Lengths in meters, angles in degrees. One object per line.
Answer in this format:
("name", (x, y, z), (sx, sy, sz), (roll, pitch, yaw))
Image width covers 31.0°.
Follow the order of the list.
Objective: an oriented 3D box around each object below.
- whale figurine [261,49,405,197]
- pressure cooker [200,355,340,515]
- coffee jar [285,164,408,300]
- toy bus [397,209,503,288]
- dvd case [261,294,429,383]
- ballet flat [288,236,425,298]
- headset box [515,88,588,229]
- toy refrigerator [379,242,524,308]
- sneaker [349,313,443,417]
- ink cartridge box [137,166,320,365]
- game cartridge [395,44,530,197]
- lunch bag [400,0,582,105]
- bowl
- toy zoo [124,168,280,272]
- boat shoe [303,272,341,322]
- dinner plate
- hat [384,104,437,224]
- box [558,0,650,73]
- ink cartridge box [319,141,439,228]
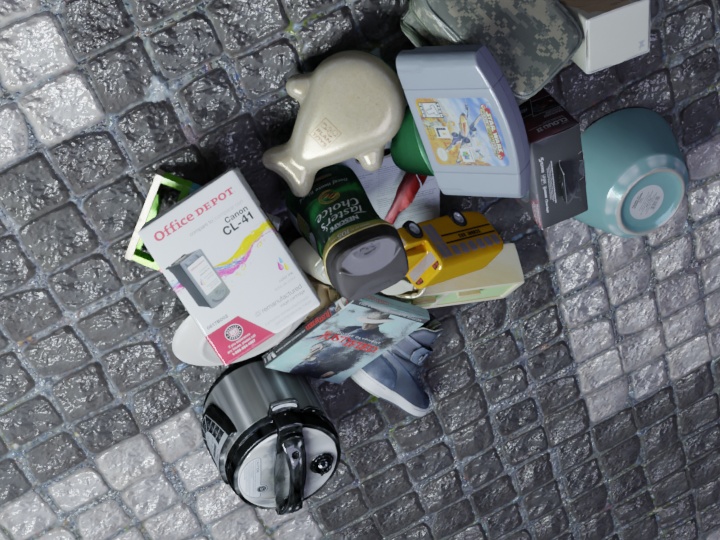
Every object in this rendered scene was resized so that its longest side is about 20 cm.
("whale figurine", (-0.033, -0.188, 1.644), (0.159, 0.104, 0.200), (42, 104, -8))
("pressure cooker", (-0.123, 0.241, 1.865), (0.179, 0.200, 0.176), (-43, 133, 10))
("coffee jar", (-0.017, -0.048, 1.644), (0.104, 0.200, 0.086), (-23, 129, -9))
("toy bus", (0.106, -0.029, 1.764), (0.200, 0.078, 0.065), (-16, 157, -51))
("dvd case", (-0.021, 0.095, 1.822), (0.146, 0.022, 0.200), (17, 136, -41))
("ballet flat", (0.000, 0.000, 1.757), (0.199, 0.070, 0.070), (11, 120, -17))
("headset box", (0.229, -0.164, 1.734), (0.075, 0.200, 0.149), (-23, 133, -9))
("toy refrigerator", (0.131, 0.014, 1.889), (0.199, 0.070, 0.076), (-6, 162, -23))
("sneaker", (0.083, 0.138, 1.976), (0.146, 0.077, 0.202), (-54, 146, 1))
("ink cartridge box", (-0.161, -0.006, 1.608), (0.147, 0.086, 0.200), (-33, 99, 0))
("game cartridge", (0.128, -0.172, 1.538), (0.042, 0.133, 0.200), (-46, 128, -33))
("lunch bag", (0.149, -0.285, 1.581), (0.200, 0.168, 0.139), (44, 78, -7))
("bowl", (0.402, -0.128, 1.916), (0.200, 0.105, 0.201), (-14, 129, -18))
("toy zoo", (-0.190, -0.036, 1.678), (0.199, 0.020, 0.132), (23, 116, -7))
("boat shoe", (-0.032, 0.055, 1.845), (0.200, 0.069, 0.074), (22, 88, -42))
("dinner plate", (-0.154, 0.078, 1.739), (0.199, 0.024, 0.200), (-21, 153, -12))
("hat", (0.054, -0.167, 1.710), (0.176, 0.201, 0.165), (-7, 161, 39))
("box", (0.271, -0.335, 1.622), (0.095, 0.200, 0.078), (-22, 132, -13))
("ink cartridge box", (0.014, -0.103, 1.779), (0.196, 0.043, 0.201), (-14, 126, -17))
